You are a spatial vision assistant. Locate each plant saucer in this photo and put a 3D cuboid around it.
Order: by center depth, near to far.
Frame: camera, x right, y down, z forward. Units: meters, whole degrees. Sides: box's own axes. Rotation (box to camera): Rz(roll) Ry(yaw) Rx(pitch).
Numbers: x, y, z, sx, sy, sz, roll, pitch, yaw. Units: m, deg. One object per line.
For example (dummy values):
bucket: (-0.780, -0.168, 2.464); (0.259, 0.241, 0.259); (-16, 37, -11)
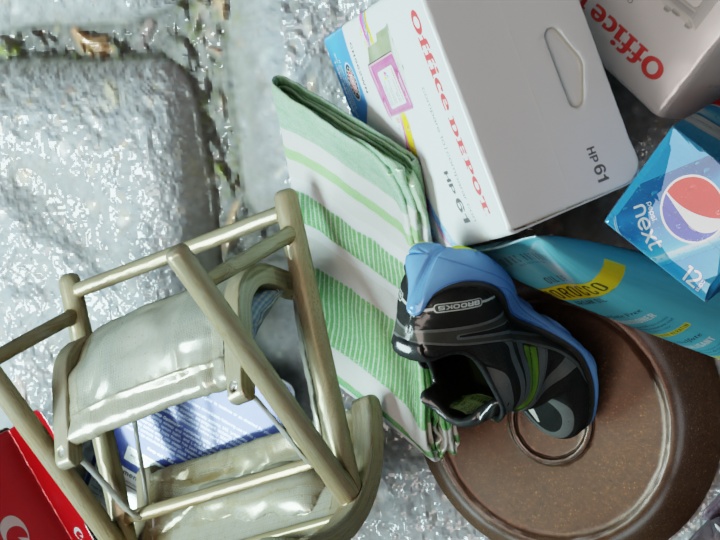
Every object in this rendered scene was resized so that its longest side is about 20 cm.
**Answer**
plant saucer: (0.118, 0.087, 1.295); (0.199, 0.034, 0.202); (5, 103, 23)

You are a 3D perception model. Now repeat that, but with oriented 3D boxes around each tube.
tube: (0.153, 0.009, 1.184); (0.077, 0.199, 0.051); (-19, 59, 55)

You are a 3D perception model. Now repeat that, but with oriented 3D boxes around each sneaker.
sneaker: (0.070, 0.052, 1.195); (0.070, 0.199, 0.083); (15, 75, 34)

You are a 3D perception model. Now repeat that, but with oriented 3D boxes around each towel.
towel: (0.000, 0.000, 1.265); (0.152, 0.023, 0.201); (35, 142, 49)

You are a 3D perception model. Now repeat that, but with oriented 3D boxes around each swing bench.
swing bench: (-0.106, 0.085, 1.289); (0.198, 0.130, 0.201); (-19, 97, 34)

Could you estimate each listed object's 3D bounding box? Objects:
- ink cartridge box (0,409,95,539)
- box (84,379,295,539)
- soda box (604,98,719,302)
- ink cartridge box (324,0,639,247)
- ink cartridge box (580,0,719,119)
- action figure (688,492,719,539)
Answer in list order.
ink cartridge box: (-0.230, 0.216, 1.412); (0.175, 0.084, 0.201); (-35, 86, 46)
box: (-0.117, 0.133, 1.403); (0.121, 0.032, 0.201); (28, 112, 16)
soda box: (0.198, -0.047, 1.140); (0.068, 0.200, 0.064); (38, 113, 11)
ink cartridge box: (0.062, -0.093, 1.187); (0.084, 0.200, 0.145); (-22, 92, -16)
ink cartridge box: (0.187, -0.201, 1.166); (0.147, 0.083, 0.200); (46, 115, 20)
action figure: (0.272, 0.207, 1.221); (0.200, 0.069, 0.130); (45, 156, 21)
